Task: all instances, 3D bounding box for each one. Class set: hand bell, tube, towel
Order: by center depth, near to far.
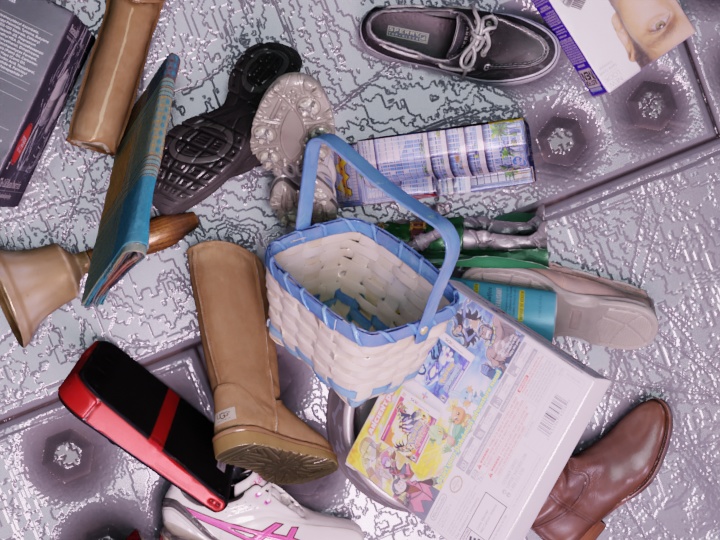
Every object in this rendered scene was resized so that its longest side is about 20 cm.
[{"bbox_3d":[-0.203,-0.078,1.416,0.022,0.147,0.201,18,61,-20],"label":"towel"},{"bbox_3d":[-0.247,-0.014,1.490,0.199,0.104,0.105,-24,95,-17],"label":"hand bell"},{"bbox_3d":[0.085,0.035,1.497,0.199,0.051,0.078,5,57,2],"label":"tube"}]

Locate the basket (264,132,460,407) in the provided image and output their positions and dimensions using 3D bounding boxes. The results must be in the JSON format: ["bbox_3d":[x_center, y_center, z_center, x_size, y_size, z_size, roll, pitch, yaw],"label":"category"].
[{"bbox_3d":[0.000,0.000,1.383,0.139,0.201,0.176,-24,52,-36],"label":"basket"}]

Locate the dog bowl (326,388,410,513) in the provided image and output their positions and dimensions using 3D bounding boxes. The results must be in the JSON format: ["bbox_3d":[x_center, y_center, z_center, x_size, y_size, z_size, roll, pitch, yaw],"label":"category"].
[{"bbox_3d":[0.067,0.143,1.534,0.199,0.059,0.201,0,93,-7],"label":"dog bowl"}]

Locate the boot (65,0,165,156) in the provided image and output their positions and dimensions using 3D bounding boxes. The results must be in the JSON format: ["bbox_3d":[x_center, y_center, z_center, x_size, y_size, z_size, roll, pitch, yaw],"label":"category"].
[{"bbox_3d":[-0.213,-0.208,1.431,0.066,0.175,0.201,18,87,-5],"label":"boot"}]

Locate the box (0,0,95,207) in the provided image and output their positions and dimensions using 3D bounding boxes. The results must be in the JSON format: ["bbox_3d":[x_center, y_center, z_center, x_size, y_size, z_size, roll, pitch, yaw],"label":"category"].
[{"bbox_3d":[-0.327,-0.159,1.405,0.104,0.200,0.183,24,91,-5],"label":"box"}]

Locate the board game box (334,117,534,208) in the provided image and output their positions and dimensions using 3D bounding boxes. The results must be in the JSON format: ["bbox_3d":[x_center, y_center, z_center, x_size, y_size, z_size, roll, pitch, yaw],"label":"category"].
[{"bbox_3d":[0.061,-0.098,1.475,0.199,0.200,0.062,-8,92,8],"label":"board game box"}]

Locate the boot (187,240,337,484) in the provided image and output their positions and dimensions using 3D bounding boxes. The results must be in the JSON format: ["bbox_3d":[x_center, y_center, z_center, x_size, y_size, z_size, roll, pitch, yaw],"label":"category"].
[{"bbox_3d":[-0.089,0.088,1.480,0.066,0.175,0.201,-20,63,21],"label":"boot"}]

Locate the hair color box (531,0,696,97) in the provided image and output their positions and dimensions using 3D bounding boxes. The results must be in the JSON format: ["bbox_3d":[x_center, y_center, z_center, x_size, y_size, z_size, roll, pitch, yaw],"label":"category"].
[{"bbox_3d":[0.223,-0.282,1.529,0.109,0.065,0.200,-35,97,-4],"label":"hair color box"}]

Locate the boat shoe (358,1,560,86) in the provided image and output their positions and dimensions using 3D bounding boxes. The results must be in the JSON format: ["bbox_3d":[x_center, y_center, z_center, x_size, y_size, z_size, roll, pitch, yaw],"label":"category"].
[{"bbox_3d":[0.099,-0.223,1.514,0.198,0.068,0.074,13,92,-7],"label":"boat shoe"}]

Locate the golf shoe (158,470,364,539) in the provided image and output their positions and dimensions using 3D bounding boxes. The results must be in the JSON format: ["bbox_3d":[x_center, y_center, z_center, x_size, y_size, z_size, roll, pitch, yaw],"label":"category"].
[{"bbox_3d":[-0.091,0.239,1.505,0.199,0.073,0.093,6,108,-7],"label":"golf shoe"}]

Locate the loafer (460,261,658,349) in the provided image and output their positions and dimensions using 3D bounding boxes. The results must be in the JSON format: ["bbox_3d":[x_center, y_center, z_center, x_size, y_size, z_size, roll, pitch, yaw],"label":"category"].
[{"bbox_3d":[0.194,0.026,1.549,0.199,0.063,0.072,15,123,-3],"label":"loafer"}]

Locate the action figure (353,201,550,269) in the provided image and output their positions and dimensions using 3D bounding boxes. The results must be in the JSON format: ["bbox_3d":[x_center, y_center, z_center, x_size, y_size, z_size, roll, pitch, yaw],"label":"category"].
[{"bbox_3d":[0.079,-0.032,1.512,0.199,0.118,0.055,-4,112,5],"label":"action figure"}]

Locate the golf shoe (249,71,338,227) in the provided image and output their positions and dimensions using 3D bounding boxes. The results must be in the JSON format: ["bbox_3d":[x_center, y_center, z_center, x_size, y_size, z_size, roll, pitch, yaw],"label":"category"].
[{"bbox_3d":[-0.058,-0.129,1.444,0.078,0.200,0.098,2,56,1],"label":"golf shoe"}]

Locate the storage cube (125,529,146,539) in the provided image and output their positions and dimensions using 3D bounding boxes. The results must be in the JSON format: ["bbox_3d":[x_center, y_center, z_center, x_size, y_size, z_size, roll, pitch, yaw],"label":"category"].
[{"bbox_3d":[-0.206,0.367,1.449,0.171,0.200,0.180,45,81,-6],"label":"storage cube"}]

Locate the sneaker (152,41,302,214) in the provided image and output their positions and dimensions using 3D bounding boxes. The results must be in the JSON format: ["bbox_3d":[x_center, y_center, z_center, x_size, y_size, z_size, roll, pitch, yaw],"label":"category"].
[{"bbox_3d":[-0.117,-0.118,1.466,0.076,0.091,0.200,33,67,25],"label":"sneaker"}]

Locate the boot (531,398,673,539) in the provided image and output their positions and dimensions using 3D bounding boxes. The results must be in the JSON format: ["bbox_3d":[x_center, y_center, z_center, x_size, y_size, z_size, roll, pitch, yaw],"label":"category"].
[{"bbox_3d":[0.193,0.170,1.499,0.200,0.064,0.187,33,91,-39],"label":"boot"}]

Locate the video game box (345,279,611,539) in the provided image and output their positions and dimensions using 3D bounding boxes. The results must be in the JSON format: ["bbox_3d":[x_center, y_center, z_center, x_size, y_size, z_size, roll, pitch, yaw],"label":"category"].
[{"bbox_3d":[0.102,0.138,1.420,0.182,0.047,0.201,34,102,29],"label":"video game box"}]

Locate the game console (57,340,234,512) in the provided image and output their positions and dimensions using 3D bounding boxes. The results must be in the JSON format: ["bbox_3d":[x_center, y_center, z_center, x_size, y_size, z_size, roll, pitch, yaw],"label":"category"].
[{"bbox_3d":[-0.189,0.140,1.434,0.177,0.200,0.031,41,96,-7],"label":"game console"}]
